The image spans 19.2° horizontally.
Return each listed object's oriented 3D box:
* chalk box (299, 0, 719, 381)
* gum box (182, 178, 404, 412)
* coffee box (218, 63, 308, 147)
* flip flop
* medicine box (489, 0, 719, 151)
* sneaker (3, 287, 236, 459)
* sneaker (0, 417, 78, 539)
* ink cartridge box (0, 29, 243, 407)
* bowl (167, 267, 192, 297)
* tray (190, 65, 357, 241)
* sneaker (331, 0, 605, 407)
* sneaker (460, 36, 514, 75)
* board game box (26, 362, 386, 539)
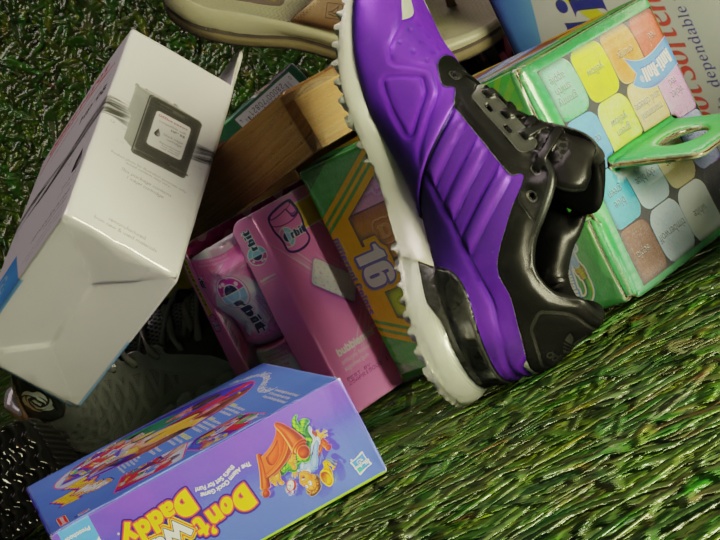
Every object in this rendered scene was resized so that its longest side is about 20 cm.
[{"bbox_3d":[0.095,-0.046,1.038,0.200,0.124,0.124,-23,5,42],"label":"chalk box"},{"bbox_3d":[0.000,0.000,1.131,0.066,0.114,0.200,-23,7,42],"label":"gum box"},{"bbox_3d":[-0.111,-0.038,1.320,0.200,0.044,0.123,-45,3,-32],"label":"coffee box"},{"bbox_3d":[-0.009,-0.156,1.167,0.199,0.058,0.081,7,35,1],"label":"flip flop"},{"bbox_3d":[0.180,-0.150,1.107,0.200,0.183,0.103,-13,20,41],"label":"medicine box"},{"bbox_3d":[-0.129,0.040,1.180,0.200,0.115,0.075,-41,25,30],"label":"sneaker"},{"bbox_3d":[-0.248,0.157,1.176,0.200,0.070,0.090,-29,-10,-30],"label":"sneaker"},{"bbox_3d":[-0.130,-0.041,1.123,0.116,0.067,0.200,-50,19,37],"label":"ink cartridge box"},{"bbox_3d":[-0.030,-0.013,1.362,0.200,0.108,0.200,-44,2,2],"label":"bowl"},{"bbox_3d":[-0.036,-0.069,1.144,0.099,0.037,0.200,-33,1,-29],"label":"tray"},{"bbox_3d":[0.058,-0.049,0.936,0.099,0.201,0.070,-22,-14,23],"label":"sneaker"},{"bbox_3d":[0.102,-0.144,1.235,0.200,0.079,0.095,-26,6,-37],"label":"sneaker"},{"bbox_3d":[-0.076,0.094,0.950,0.134,0.045,0.200,-28,5,-10],"label":"board game box"}]
